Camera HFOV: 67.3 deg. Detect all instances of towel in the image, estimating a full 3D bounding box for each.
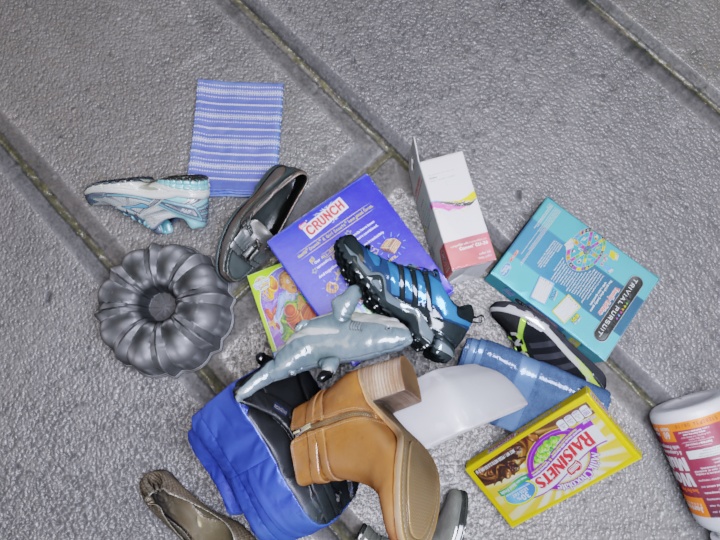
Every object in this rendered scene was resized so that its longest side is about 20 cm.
[{"bbox_3d":[0.222,0.169,0.731,0.198,0.049,0.113,22,113,14],"label":"towel"},{"bbox_3d":[-0.199,-0.211,0.859,0.143,0.024,0.203,2,77,-1],"label":"towel"}]

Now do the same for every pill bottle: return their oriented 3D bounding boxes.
[{"bbox_3d":[0.474,0.268,0.709,0.108,0.110,0.202,-18,78,-5],"label":"pill bottle"}]

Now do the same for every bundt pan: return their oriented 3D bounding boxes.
[{"bbox_3d":[-0.283,0.051,0.771,0.199,0.076,0.204,0,77,-1],"label":"bundt pan"}]

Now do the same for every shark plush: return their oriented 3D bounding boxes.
[{"bbox_3d":[-0.046,0.087,0.599,0.198,0.092,0.083,-13,37,-20],"label":"shark plush"}]

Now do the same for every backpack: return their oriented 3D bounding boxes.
[{"bbox_3d":[-0.103,0.233,0.688,0.168,0.162,0.201,-40,83,30],"label":"backpack"}]

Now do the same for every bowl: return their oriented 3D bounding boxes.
[{"bbox_3d":[0.084,0.178,0.665,0.199,0.199,0.075,-37,66,29],"label":"bowl"}]

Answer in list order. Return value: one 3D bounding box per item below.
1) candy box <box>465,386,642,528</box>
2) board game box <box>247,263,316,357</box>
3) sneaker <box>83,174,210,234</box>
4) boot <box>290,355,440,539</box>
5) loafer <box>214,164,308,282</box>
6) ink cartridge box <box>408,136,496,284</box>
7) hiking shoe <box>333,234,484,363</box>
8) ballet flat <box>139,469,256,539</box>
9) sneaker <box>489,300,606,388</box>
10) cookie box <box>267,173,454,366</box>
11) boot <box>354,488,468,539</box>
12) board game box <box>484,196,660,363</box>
[{"bbox_3d":[0.243,0.246,0.700,0.200,0.026,0.102,-43,87,24],"label":"candy box"},{"bbox_3d":[-0.049,0.038,0.791,0.198,0.045,0.136,-21,78,-5],"label":"board game box"},{"bbox_3d":[-0.319,-0.095,0.805,0.197,0.078,0.087,1,104,12],"label":"sneaker"},{"bbox_3d":[-0.005,0.195,0.549,0.154,0.074,0.201,-28,36,21],"label":"boot"},{"bbox_3d":[-0.142,-0.072,0.789,0.062,0.072,0.202,8,65,42],"label":"loafer"},{"bbox_3d":[0.126,-0.089,0.785,0.067,0.117,0.202,-14,78,-3],"label":"ink cartridge box"},{"bbox_3d":[0.053,0.021,0.666,0.200,0.074,0.087,44,72,-3],"label":"hiking shoe"},{"bbox_3d":[-0.216,0.338,0.719,0.199,0.046,0.068,38,80,8],"label":"ballet flat"},{"bbox_3d":[0.253,0.126,0.759,0.200,0.072,0.083,41,81,8],"label":"sneaker"},{"bbox_3d":[0.000,0.000,0.737,0.170,0.075,0.201,-35,81,-8],"label":"cookie box"},{"bbox_3d":[0.055,0.365,0.709,0.129,0.068,0.202,23,76,11],"label":"boot"},{"bbox_3d":[0.309,0.013,0.798,0.199,0.047,0.151,39,79,8],"label":"board game box"}]
